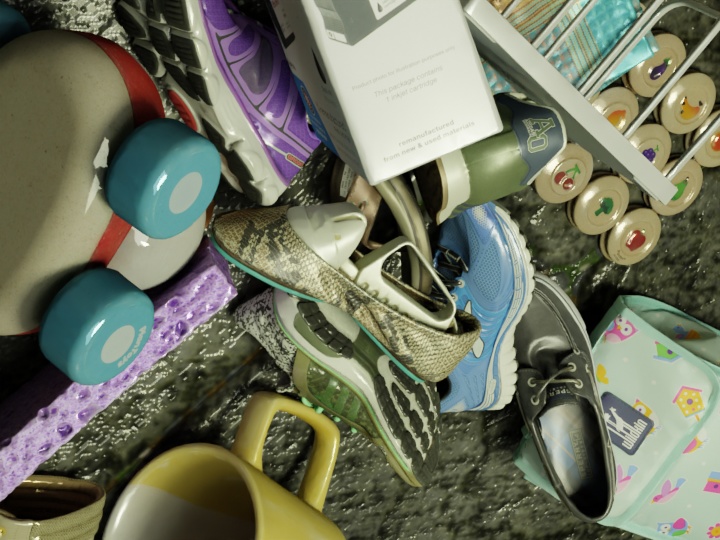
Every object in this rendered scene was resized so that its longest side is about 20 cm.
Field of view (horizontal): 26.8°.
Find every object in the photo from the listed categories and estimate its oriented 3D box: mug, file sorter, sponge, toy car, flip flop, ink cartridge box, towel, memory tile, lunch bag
[{"bbox_3d":[-0.070,0.203,1.081,0.187,0.150,0.153,-46,138,12],"label":"mug"},{"bbox_3d":[0.135,-0.165,0.929,0.200,0.139,0.125,37,95,-33],"label":"file sorter"},{"bbox_3d":[-0.163,0.058,0.954,0.200,0.112,0.030,-40,104,-1],"label":"sponge"},{"bbox_3d":[-0.145,-0.051,0.889,0.200,0.184,0.177,-6,126,-61],"label":"toy car"},{"bbox_3d":[0.002,-0.060,1.000,0.057,0.081,0.200,-20,128,6],"label":"flip flop"},{"bbox_3d":[-0.008,-0.165,0.833,0.084,0.145,0.200,-23,109,-7],"label":"ink cartridge box"},{"bbox_3d":[0.108,-0.184,1.000,0.147,0.022,0.200,-34,125,-5],"label":"towel"},{"bbox_3d":[0.197,-0.099,1.119,0.153,0.017,0.200,-49,129,6],"label":"memory tile"},{"bbox_3d":[0.241,0.123,1.219,0.200,0.122,0.171,22,112,-25],"label":"lunch bag"}]

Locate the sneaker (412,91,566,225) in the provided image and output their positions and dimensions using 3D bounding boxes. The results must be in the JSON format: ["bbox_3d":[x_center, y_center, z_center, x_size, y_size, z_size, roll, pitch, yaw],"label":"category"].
[{"bbox_3d":[0.080,-0.073,0.953,0.090,0.200,0.067,-18,93,-1],"label":"sneaker"}]

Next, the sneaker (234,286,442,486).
[{"bbox_3d":[-0.014,0.075,1.061,0.200,0.088,0.077,54,42,-22],"label":"sneaker"}]

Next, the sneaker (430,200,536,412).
[{"bbox_3d":[0.068,0.028,1.086,0.089,0.079,0.200,-15,125,-24],"label":"sneaker"}]

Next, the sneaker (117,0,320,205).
[{"bbox_3d":[-0.081,-0.133,0.919,0.083,0.081,0.200,-46,139,-19],"label":"sneaker"}]

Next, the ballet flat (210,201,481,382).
[{"bbox_3d":[0.000,0.000,0.976,0.200,0.068,0.075,34,114,-25],"label":"ballet flat"}]

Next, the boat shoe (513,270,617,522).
[{"bbox_3d":[0.148,0.098,1.132,0.070,0.066,0.200,-14,100,5],"label":"boat shoe"}]

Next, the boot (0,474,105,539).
[{"bbox_3d":[-0.271,0.216,1.016,0.200,0.073,0.156,-3,121,-30],"label":"boot"}]
